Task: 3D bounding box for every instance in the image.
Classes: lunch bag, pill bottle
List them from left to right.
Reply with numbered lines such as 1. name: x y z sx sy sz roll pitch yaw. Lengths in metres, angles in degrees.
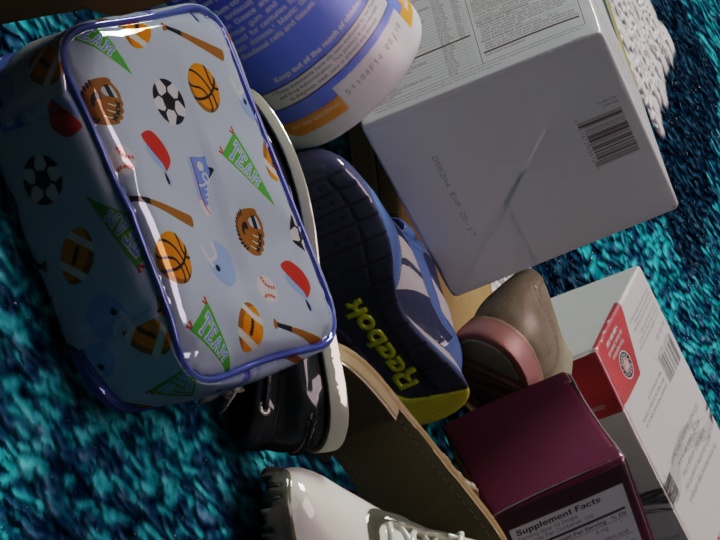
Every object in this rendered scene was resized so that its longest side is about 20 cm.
1. lunch bag: -0.093 -0.028 1.398 0.160 0.075 0.201 -17 86 -58
2. pill bottle: -0.067 -0.170 1.566 0.200 0.112 0.112 47 29 -28

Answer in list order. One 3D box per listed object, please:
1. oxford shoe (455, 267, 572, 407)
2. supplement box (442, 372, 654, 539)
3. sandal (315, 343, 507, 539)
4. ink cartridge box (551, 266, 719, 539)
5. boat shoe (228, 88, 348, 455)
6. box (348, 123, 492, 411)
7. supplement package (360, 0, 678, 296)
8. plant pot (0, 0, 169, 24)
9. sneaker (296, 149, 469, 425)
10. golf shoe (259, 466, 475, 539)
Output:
1. oxford shoe: 0.111 0.082 1.769 0.074 0.071 0.200 -55 151 -30
2. supplement box: 0.129 0.177 1.690 0.110 0.085 0.200 -119 -174 -61
3. sandal: 0.033 0.117 1.604 0.212 0.077 0.070 56 25 -16
4. ink cartridge box: 0.184 0.121 1.957 0.200 0.083 0.147 63 25 -14
5. boat shoe: -0.062 0.002 1.499 0.066 0.074 0.200 -8 83 -26
6. box: 0.042 -0.021 1.836 0.163 0.021 0.200 44 31 -48
7. supplement package: 0.081 -0.124 1.726 0.200 0.150 0.152 -102 167 -47
8. plant pot: -0.169 -0.195 1.310 0.200 0.140 0.200 50 28 -39
9. sneaker: 0.000 0.000 1.649 0.082 0.074 0.200 -89 158 -49
10. golf shoe: 0.017 0.152 1.517 0.200 0.088 0.077 44 33 -46
